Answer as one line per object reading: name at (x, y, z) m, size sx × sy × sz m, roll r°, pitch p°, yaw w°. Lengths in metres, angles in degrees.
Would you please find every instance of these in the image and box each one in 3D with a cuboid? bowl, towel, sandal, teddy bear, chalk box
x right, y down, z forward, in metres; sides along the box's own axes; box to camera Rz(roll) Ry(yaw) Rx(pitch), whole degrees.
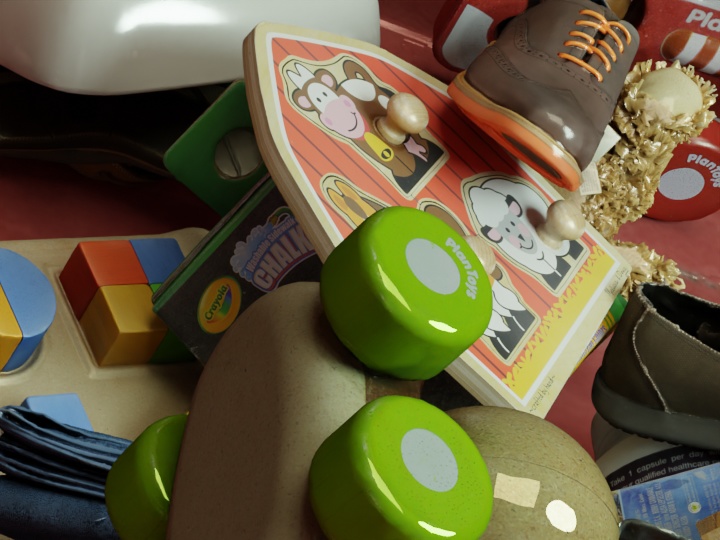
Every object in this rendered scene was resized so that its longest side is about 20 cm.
bowl at (-0.105, -0.154, 1.408) m, size 0.200 × 0.075 × 0.200 m, roll -9°, pitch 26°, yaw -34°
towel at (-0.049, 0.102, 1.153) m, size 0.200 × 0.112 × 0.049 m, roll 10°, pitch 78°, yaw 16°
sandal at (-0.121, -0.069, 1.408) m, size 0.200 × 0.055 × 0.082 m, roll 2°, pitch 60°, yaw -8°
teddy bear at (0.095, -0.032, 1.440) m, size 0.145 × 0.067 × 0.200 m, roll 13°, pitch 74°, yaw 4°
chalk box at (0.000, 0.000, 1.324) m, size 0.200 × 0.125 × 0.124 m, roll 48°, pitch 29°, yaw 3°

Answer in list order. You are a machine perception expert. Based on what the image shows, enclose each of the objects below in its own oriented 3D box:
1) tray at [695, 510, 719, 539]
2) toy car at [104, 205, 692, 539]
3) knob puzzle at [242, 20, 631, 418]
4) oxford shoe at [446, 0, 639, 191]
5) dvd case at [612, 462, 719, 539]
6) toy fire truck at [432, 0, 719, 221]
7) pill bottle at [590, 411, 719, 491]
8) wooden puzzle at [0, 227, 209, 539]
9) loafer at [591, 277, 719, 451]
tray at (0.217, 0.145, 1.260) m, size 0.200 × 0.037 × 0.099 m, roll 8°, pitch 56°, yaw -61°
toy car at (0.035, 0.102, 0.988) m, size 0.200 × 0.164 × 0.158 m, roll 26°, pitch 42°, yaw -24°
knob puzzle at (0.030, -0.040, 1.258) m, size 0.220 × 0.030 × 0.220 m, roll 31°, pitch 32°, yaw -22°
oxford shoe at (0.087, -0.091, 1.316) m, size 0.071 × 0.073 × 0.200 m, roll 38°, pitch 13°, yaw -10°
dvd case at (0.080, 0.169, 1.247) m, size 0.200 × 0.018 × 0.143 m, roll -15°, pitch 55°, yaw 5°
toy fire truck at (0.149, -0.130, 1.525) m, size 0.200 × 0.168 × 0.112 m, roll 17°, pitch 45°, yaw -15°
pill bottle at (0.160, 0.147, 1.325) m, size 0.112 × 0.112 × 0.200 m, roll 10°, pitch 48°, yaw -22°
wooden puzzle at (-0.120, 0.053, 1.302) m, size 0.200 × 0.046 × 0.185 m, roll -6°, pitch 56°, yaw -33°
loafer at (0.200, 0.047, 1.278) m, size 0.200 × 0.071 × 0.073 m, roll 8°, pitch 25°, yaw 14°
